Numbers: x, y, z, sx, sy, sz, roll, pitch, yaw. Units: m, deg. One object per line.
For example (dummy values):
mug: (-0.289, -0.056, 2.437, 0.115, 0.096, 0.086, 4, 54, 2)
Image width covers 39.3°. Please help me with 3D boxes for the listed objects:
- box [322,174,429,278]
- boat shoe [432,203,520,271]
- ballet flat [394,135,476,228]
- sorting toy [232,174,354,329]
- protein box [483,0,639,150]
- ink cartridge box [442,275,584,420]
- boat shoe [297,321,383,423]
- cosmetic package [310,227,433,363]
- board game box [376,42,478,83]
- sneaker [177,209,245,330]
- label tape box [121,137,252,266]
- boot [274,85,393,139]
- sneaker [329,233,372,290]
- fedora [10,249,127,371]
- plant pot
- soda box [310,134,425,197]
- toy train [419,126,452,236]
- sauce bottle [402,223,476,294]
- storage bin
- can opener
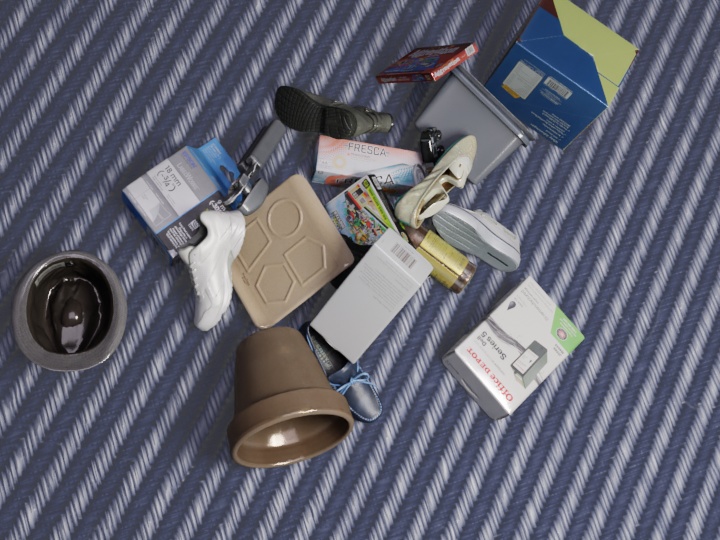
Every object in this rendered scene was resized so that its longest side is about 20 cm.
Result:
box: (0.025, -0.049, 1.721, 0.109, 0.035, 0.202, -33, 82, 24)
boat shoe: (0.203, -0.071, 1.770, 0.199, 0.073, 0.068, 35, 50, -30)
ballet flat: (0.141, -0.145, 1.707, 0.200, 0.068, 0.062, -45, 54, -10)
sorting toy: (-0.130, -0.030, 1.675, 0.199, 0.036, 0.187, -35, 74, 9)
protein box: (0.354, -0.357, 1.819, 0.197, 0.200, 0.136, 34, 71, -2)
ink cartridge box: (0.260, 0.134, 1.730, 0.200, 0.084, 0.146, -42, 87, -19)
boat shoe: (-0.038, 0.172, 1.663, 0.200, 0.069, 0.084, 45, 71, 2)
cosmetic package: (0.017, 0.042, 1.608, 0.101, 0.200, 0.074, 42, 33, 2)
board game box: (0.114, -0.364, 1.777, 0.102, 0.199, 0.020, -36, 112, -18)
sneaker: (-0.255, -0.005, 1.632, 0.098, 0.078, 0.204, 10, 94, -29)
label tape box: (-0.279, -0.127, 1.693, 0.199, 0.063, 0.145, -38, 86, -18)
boot: (-0.048, -0.273, 1.776, 0.198, 0.069, 0.130, 26, 23, 33)
sneaker: (0.000, 0.000, 1.688, 0.197, 0.092, 0.076, 19, 25, 27)
fedora: (-0.456, 0.073, 1.587, 0.173, 0.090, 0.204, -5, 70, -15)
plant pot: (-0.124, 0.190, 1.592, 0.196, 0.201, 0.177, -9, 60, -14)
soda box: (0.014, -0.180, 1.771, 0.196, 0.064, 0.070, 8, 74, -9)
toy train: (0.135, -0.148, 1.761, 0.046, 0.034, 0.204, -29, 114, -45)
sauce bottle: (0.109, -0.042, 1.754, 0.199, 0.065, 0.065, 39, 71, -1)
storage bin: (0.195, -0.255, 1.804, 0.200, 0.146, 0.134, 45, 98, 2)
can opener: (-0.171, -0.170, 1.707, 0.067, 0.053, 0.201, 45, 46, -19)
